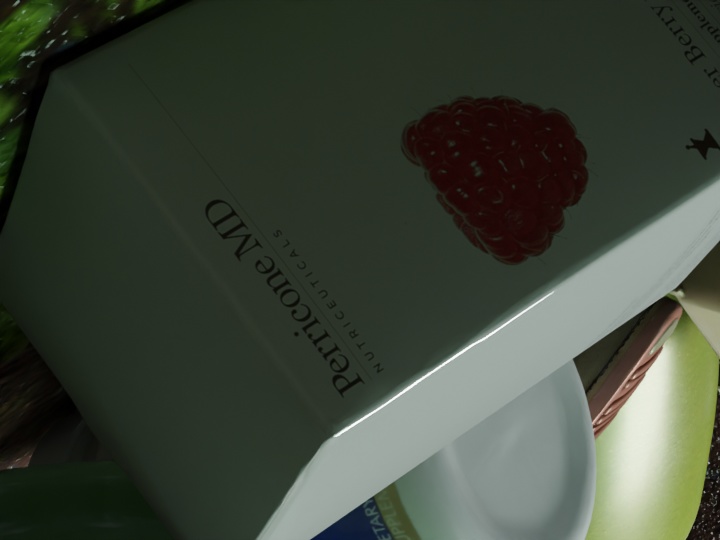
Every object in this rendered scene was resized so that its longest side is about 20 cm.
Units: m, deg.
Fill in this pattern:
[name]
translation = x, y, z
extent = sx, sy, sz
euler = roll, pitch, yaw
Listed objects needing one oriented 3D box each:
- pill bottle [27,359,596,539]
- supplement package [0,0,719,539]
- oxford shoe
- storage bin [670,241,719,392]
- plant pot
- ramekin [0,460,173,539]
[pill bottle]
translation = -0.024, 0.076, 0.748
extent = 0.199, 0.117, 0.115
euler = -18, -178, 36
[supplement package]
translation = 0.014, -0.022, 0.587
extent = 0.199, 0.121, 0.120
euler = -32, 167, -30
[oxford shoe]
translation = 0.040, 0.064, 0.803
extent = 0.200, 0.074, 0.071
euler = -44, 171, 22
[storage bin]
translation = 0.249, -0.030, 0.779
extent = 0.094, 0.199, 0.199
euler = 44, 70, -48
[plant pot]
translation = 0.084, 0.026, 0.917
extent = 0.187, 0.187, 0.201
euler = -32, 153, -26
[ramekin]
translation = -0.110, 0.139, 0.632
extent = 0.198, 0.098, 0.200
euler = -7, -166, 2
